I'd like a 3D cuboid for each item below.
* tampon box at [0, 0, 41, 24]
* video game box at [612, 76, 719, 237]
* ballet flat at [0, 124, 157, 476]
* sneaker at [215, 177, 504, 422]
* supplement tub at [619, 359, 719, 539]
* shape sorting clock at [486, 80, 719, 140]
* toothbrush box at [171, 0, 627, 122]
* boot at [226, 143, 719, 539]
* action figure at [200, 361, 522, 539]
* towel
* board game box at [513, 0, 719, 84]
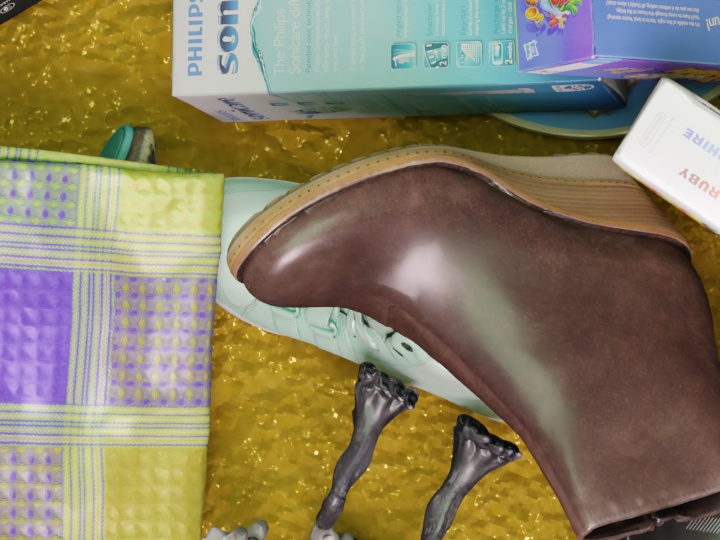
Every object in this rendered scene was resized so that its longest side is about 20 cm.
[{"bbox_3d":[-0.241,-0.185,1.160,0.126,0.200,0.150,-32,77,-4],"label":"tampon box"},{"bbox_3d":[0.195,-0.014,1.090,0.182,0.200,0.047,32,97,6],"label":"video game box"},{"bbox_3d":[-0.129,0.032,1.182,0.072,0.072,0.201,26,80,9],"label":"ballet flat"},{"bbox_3d":[0.000,0.000,1.146,0.200,0.118,0.074,24,80,8],"label":"sneaker"},{"bbox_3d":[0.156,0.146,1.102,0.122,0.123,0.201,9,78,6],"label":"supplement tub"},{"bbox_3d":[0.109,-0.161,1.216,0.199,0.039,0.201,-1,77,3],"label":"shape sorting clock"},{"bbox_3d":[0.019,-0.147,1.172,0.199,0.085,0.147,-2,84,13],"label":"toothbrush box"},{"bbox_3d":[0.060,0.032,1.030,0.199,0.072,0.167,-9,60,-25],"label":"boot"},{"bbox_3d":[-0.017,0.143,1.117,0.119,0.102,0.200,29,91,5],"label":"action figure"},{"bbox_3d":[-0.132,0.048,1.132,0.143,0.023,0.201,6,88,-19],"label":"towel"},{"bbox_3d":[0.149,-0.151,1.120,0.045,0.200,0.135,-6,86,48],"label":"board game box"}]
